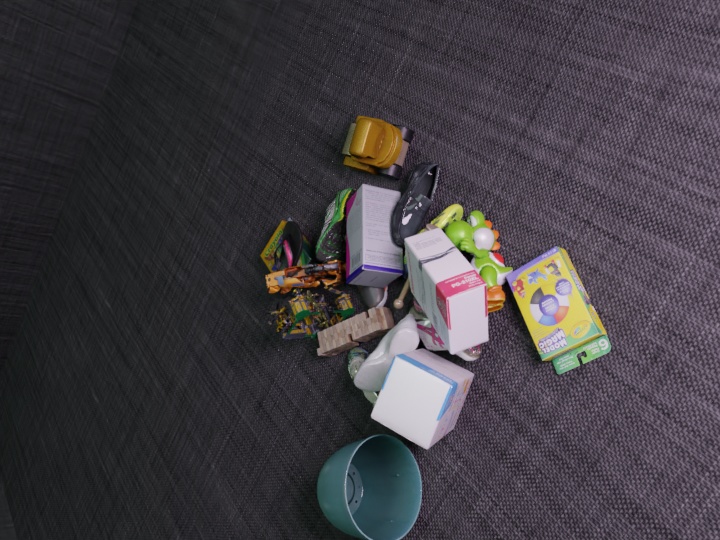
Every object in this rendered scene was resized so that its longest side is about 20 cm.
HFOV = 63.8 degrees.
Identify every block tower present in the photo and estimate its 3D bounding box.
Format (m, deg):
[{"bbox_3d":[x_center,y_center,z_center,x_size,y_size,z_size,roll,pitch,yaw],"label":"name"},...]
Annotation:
[{"bbox_3d":[-0.016,0.144,1.354,0.199,0.054,0.059,-28,64,30],"label":"block tower"}]

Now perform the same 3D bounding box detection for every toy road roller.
[{"bbox_3d":[0.017,-0.301,1.355,0.199,0.145,0.125,23,97,42],"label":"toy road roller"}]

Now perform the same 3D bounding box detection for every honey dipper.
[{"bbox_3d":[0.113,-0.003,1.217,0.038,0.038,0.202,45,121,37],"label":"honey dipper"}]

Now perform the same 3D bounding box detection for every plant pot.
[{"bbox_3d":[0.003,0.451,1.202,0.160,0.198,0.204,-26,65,49],"label":"plant pot"}]

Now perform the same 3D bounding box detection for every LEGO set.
[{"bbox_3d":[-0.124,0.083,1.393,0.117,0.198,0.154,63,141,30],"label":"LEGO set"}]

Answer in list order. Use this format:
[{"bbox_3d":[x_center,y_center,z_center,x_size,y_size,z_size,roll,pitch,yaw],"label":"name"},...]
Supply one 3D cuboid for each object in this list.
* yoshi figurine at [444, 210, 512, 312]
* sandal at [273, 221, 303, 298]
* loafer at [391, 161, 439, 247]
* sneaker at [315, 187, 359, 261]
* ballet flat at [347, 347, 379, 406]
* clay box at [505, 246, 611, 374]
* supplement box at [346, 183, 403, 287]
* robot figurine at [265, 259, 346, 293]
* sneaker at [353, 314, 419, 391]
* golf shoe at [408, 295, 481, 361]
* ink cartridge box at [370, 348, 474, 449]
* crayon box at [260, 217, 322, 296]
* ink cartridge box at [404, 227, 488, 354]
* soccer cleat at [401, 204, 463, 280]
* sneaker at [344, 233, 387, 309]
[{"bbox_3d":[0.220,-0.020,1.149,0.112,0.111,0.203,-28,61,42],"label":"yoshi figurine"},{"bbox_3d":[-0.195,-0.029,1.493,0.074,0.045,0.203,11,89,42],"label":"sandal"},{"bbox_3d":[0.121,-0.146,1.257,0.070,0.068,0.203,-6,60,58],"label":"loafer"},{"bbox_3d":[-0.057,-0.111,1.431,0.085,0.078,0.202,11,70,53],"label":"sneaker"},{"bbox_3d":[0.017,0.245,1.304,0.200,0.074,0.075,45,111,38],"label":"ballet flat"},{"bbox_3d":[0.355,0.073,1.046,0.114,0.047,0.202,-35,60,32],"label":"clay box"},{"bbox_3d":[0.029,-0.076,1.297,0.101,0.102,0.203,141,132,-60],"label":"supplement box"},{"bbox_3d":[-0.120,0.015,1.404,0.197,0.145,0.059,-9,86,16],"label":"robot figurine"},{"bbox_3d":[0.059,0.175,1.231,0.200,0.075,0.089,-50,15,27],"label":"sneaker"},{"bbox_3d":[0.172,0.133,1.191,0.200,0.072,0.093,42,126,47],"label":"golf shoe"},{"bbox_3d":[0.130,0.240,1.130,0.124,0.199,0.130,24,98,24],"label":"ink cartridge box"},{"bbox_3d":[-0.196,-0.042,1.562,0.126,0.051,0.200,-54,51,20],"label":"crayon box"},{"bbox_3d":[0.163,0.034,1.113,0.201,0.083,0.146,-119,14,-50],"label":"ink cartridge box"},{"bbox_3d":[0.144,-0.068,1.252,0.201,0.064,0.084,-56,49,20],"label":"soccer cleat"},{"bbox_3d":[0.000,0.000,1.356,0.077,0.081,0.202,-33,61,32],"label":"sneaker"}]
